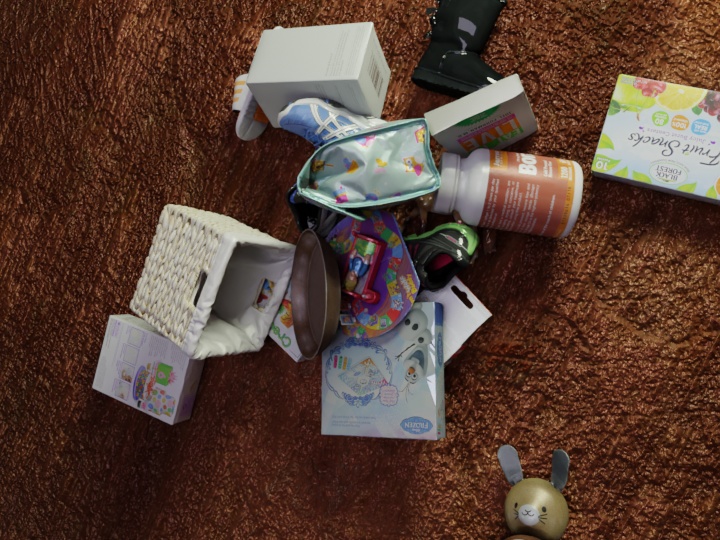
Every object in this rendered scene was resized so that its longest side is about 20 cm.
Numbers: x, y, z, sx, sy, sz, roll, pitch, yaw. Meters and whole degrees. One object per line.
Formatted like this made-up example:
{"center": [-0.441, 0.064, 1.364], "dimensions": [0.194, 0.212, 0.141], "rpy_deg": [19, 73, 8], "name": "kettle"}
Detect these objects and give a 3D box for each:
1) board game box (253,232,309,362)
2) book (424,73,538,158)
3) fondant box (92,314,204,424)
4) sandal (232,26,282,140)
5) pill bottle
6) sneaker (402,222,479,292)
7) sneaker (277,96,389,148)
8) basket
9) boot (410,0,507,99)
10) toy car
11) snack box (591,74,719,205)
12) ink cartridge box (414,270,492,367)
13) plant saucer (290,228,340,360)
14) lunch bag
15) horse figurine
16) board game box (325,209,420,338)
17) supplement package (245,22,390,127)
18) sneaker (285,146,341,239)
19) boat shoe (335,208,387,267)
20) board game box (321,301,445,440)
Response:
{"center": [-0.138, 0.045, 1.163], "dimensions": [0.200, 0.035, 0.127], "rpy_deg": [41, 103, 18], "name": "board game box"}
{"center": [0.181, -0.215, 0.960], "dimensions": [0.132, 0.200, 0.049], "rpy_deg": [-21, 80, 19], "name": "book"}
{"center": [-0.396, 0.182, 1.248], "dimensions": [0.198, 0.058, 0.146], "rpy_deg": [18, 94, 22], "name": "fondant box"}
{"center": [-0.185, -0.332, 1.178], "dimensions": [0.059, 0.079, 0.209], "rpy_deg": [18, 86, 22], "name": "sandal"}
{"center": [0.210, -0.115, 0.964], "dimensions": [0.197, 0.112, 0.114], "rpy_deg": [8, 91, 1], "name": "pill bottle"}
{"center": [0.092, -0.008, 1.015], "dimensions": [0.199, 0.076, 0.085], "rpy_deg": [-28, 36, 45], "name": "sneaker"}
{"center": [-0.038, -0.214, 1.052], "dimensions": [0.197, 0.076, 0.078], "rpy_deg": [14, 68, -1], "name": "sneaker"}
{"center": [-0.236, 0.017, 1.080], "dimensions": [0.159, 0.199, 0.201], "rpy_deg": [25, 98, 23], "name": "basket"}
{"center": [0.183, -0.349, 1.036], "dimensions": [0.196, 0.073, 0.164], "rpy_deg": [24, 94, 21], "name": "boot"}
{"center": [0.246, 0.357, 0.952], "dimensions": [0.162, 0.157, 0.203], "rpy_deg": [-3, 76, 31], "name": "toy car"}
{"center": [0.444, -0.182, 0.935], "dimensions": [0.198, 0.053, 0.144], "rpy_deg": [17, 96, 21], "name": "snack box"}
{"center": [0.108, 0.102, 1.058], "dimensions": [0.200, 0.050, 0.109], "rpy_deg": [-46, 71, 13], "name": "ink cartridge box"}
{"center": [-0.069, 0.037, 1.037], "dimensions": [0.034, 0.200, 0.204], "rpy_deg": [1, 88, -21], "name": "plant saucer"}
{"center": [0.003, -0.136, 0.953], "dimensions": [0.197, 0.170, 0.124], "rpy_deg": [-17, 96, -1], "name": "lunch bag"}
{"center": [0.136, -0.089, 1.055], "dimensions": [0.198, 0.050, 0.134], "rpy_deg": [19, 101, 23], "name": "horse figurine"}
{"center": [0.000, 0.000, 1.016], "dimensions": [0.157, 0.039, 0.202], "rpy_deg": [-31, 67, 27], "name": "board game box"}
{"center": [-0.066, -0.316, 1.088], "dimensions": [0.197, 0.117, 0.119], "rpy_deg": [4, 66, 21], "name": "supplement package"}
{"center": [-0.062, -0.141, 1.098], "dimensions": [0.079, 0.115, 0.203], "rpy_deg": [13, 92, 20], "name": "sneaker"}
{"center": [-0.002, -0.053, 1.101], "dimensions": [0.202, 0.064, 0.072], "rpy_deg": [-60, 37, 8], "name": "boat shoe"}
{"center": [0.032, 0.155, 1.031], "dimensions": [0.197, 0.043, 0.202], "rpy_deg": [-4, 80, 27], "name": "board game box"}
